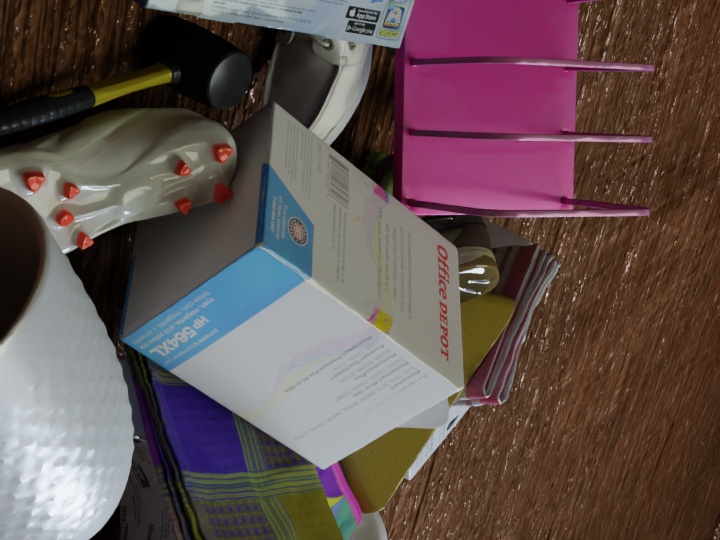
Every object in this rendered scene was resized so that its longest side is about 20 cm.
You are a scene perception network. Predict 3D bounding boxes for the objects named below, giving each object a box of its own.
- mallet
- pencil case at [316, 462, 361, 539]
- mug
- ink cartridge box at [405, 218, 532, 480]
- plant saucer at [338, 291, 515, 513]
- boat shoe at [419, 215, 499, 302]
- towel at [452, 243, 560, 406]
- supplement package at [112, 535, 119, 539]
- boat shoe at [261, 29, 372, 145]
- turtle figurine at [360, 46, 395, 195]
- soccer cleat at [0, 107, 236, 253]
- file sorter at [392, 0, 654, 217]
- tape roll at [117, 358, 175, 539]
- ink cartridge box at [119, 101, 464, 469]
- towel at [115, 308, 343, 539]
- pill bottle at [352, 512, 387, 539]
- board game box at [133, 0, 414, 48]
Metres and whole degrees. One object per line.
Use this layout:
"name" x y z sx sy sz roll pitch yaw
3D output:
"mallet" -0.142 -0.096 0.966 0.200 0.066 0.041 -33 140 -49
"pencil case" -0.067 0.112 1.196 0.088 0.088 0.200 -35 106 -47
"mug" -0.219 0.076 0.889 0.200 0.148 0.176 -20 135 2
"ink cartridge box" 0.068 0.064 1.542 0.200 0.084 0.145 -47 153 -32
"plant saucer" -0.007 0.073 1.312 0.048 0.200 0.200 49 67 -32
"boat shoe" 0.000 0.000 1.256 0.073 0.199 0.065 76 7 -58
"towel" 0.053 0.051 1.347 0.030 0.200 0.147 49 51 -32
"supplement package" -0.143 0.251 1.217 0.200 0.117 0.117 -30 102 -51
"boat shoe" -0.025 -0.172 1.128 0.069 0.071 0.200 28 80 -66
"turtle figurine" 0.012 -0.109 1.260 0.194 0.199 0.144 -6 94 -88
"soccer cleat" -0.163 -0.052 0.976 0.200 0.078 0.069 -15 125 -34
"file sorter" 0.112 -0.133 1.107 0.139 0.125 0.201 -2 96 -28
"tape roll" -0.165 0.154 1.062 0.200 0.066 0.201 11 76 -50
"ink cartridge box" -0.031 0.020 1.078 0.200 0.125 0.129 38 35 -30
"towel" -0.074 0.115 1.073 0.023 0.200 0.143 -33 155 32
"pill bottle" -0.041 0.223 1.398 0.113 0.113 0.200 -58 179 -10
"board game box" -0.028 -0.240 1.001 0.200 0.043 0.199 2 115 -43
